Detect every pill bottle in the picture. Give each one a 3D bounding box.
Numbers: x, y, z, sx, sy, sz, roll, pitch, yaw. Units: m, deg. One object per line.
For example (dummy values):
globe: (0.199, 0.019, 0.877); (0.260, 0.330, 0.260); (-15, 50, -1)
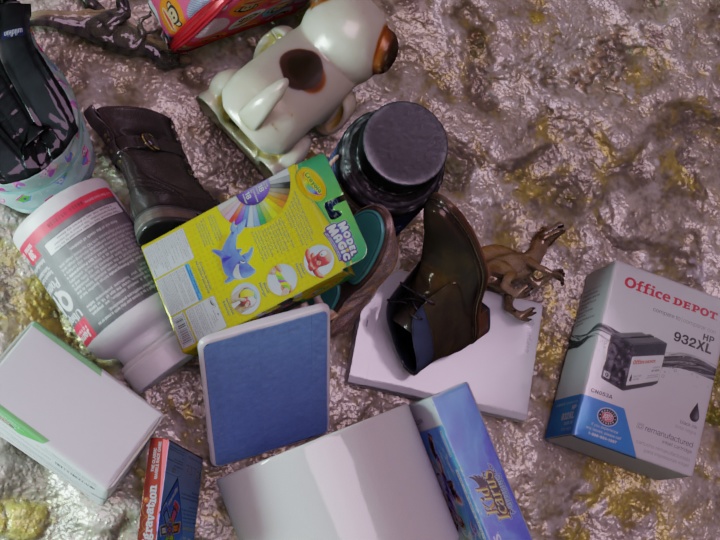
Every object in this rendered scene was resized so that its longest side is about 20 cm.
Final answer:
pill bottle: (0.022, -0.099, 1.246); (0.111, 0.200, 0.113); (3, 76, -12)
pill bottle: (-0.244, 0.018, 1.208); (0.110, 0.111, 0.200); (-35, 87, -17)

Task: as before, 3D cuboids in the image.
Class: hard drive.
hard drive: (0.091, 0.078, 1.315); (0.199, 0.026, 0.133); (13, 75, -9)

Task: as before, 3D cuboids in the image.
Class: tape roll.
tape roll: (-0.021, 0.228, 1.166); (0.202, 0.203, 0.140); (-20, 82, -16)

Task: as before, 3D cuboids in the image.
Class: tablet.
tablet: (-0.091, 0.115, 1.189); (0.129, 0.201, 0.014); (-15, 48, -16)

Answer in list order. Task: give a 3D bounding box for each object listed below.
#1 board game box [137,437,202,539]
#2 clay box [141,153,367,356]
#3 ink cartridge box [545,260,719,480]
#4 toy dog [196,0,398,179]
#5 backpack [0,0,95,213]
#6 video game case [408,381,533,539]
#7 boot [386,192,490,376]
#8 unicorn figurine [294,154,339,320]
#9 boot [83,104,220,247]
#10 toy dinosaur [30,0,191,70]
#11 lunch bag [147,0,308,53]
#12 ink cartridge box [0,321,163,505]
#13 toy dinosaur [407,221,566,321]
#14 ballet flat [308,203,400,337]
board game box: (-0.176, 0.217, 1.135); (0.019, 0.200, 0.104); (4, 76, 2)
clay box: (-0.095, -0.014, 1.142); (0.199, 0.048, 0.115); (-26, 75, 9)
ink cartridge box: (0.303, 0.109, 1.325); (0.144, 0.084, 0.201); (20, 74, -7)
toy dog: (-0.060, -0.210, 1.262); (0.200, 0.194, 0.140); (-44, 80, -9)
backpack: (-0.349, -0.157, 1.209); (0.167, 0.127, 0.200); (-39, 73, -5)
video game case: (0.100, 0.220, 1.205); (0.045, 0.181, 0.201); (-20, 83, -15)
boot: (0.073, 0.020, 1.217); (0.097, 0.201, 0.075); (-36, 45, -21)
unicorn figurine: (-0.072, 0.001, 1.210); (0.074, 0.200, 0.138); (-14, 70, -46)
boot: (-0.180, -0.094, 1.258); (0.199, 0.069, 0.175); (15, 41, -48)
toy dinosaur: (-0.274, -0.274, 1.301); (0.199, 0.047, 0.089); (12, 82, -7)
lunch bag: (-0.121, -0.300, 1.272); (0.200, 0.176, 0.082); (-30, 93, -39)
ink cartridge box: (-0.271, 0.139, 1.131); (0.146, 0.200, 0.084); (36, 70, -3)
toy dinosaur: (0.152, 0.006, 1.322); (0.199, 0.058, 0.101); (-17, 46, -27)
ballet flat: (0.000, 0.000, 1.235); (0.067, 0.200, 0.068); (-6, 59, -36)
